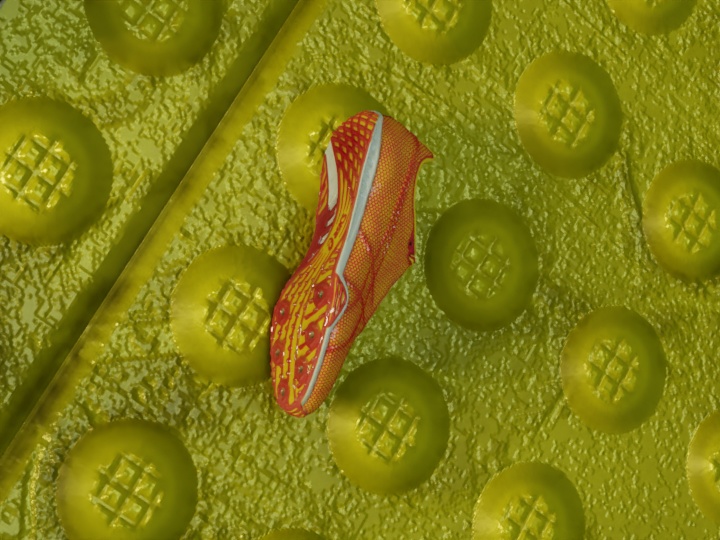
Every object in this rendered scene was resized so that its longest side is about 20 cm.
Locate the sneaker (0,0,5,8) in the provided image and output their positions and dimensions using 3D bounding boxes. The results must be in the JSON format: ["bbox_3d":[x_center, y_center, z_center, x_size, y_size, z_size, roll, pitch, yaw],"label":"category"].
[{"bbox_3d":[-0.279,-0.135,0.831,0.200,0.088,0.076,-37,104,-21],"label":"sneaker"}]

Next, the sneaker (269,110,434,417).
[{"bbox_3d":[0.000,0.000,0.964,0.077,0.073,0.201,26,79,-31],"label":"sneaker"}]
